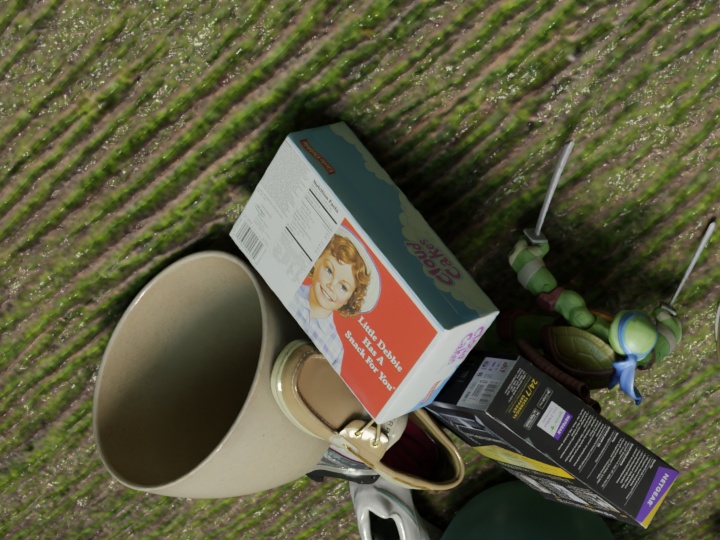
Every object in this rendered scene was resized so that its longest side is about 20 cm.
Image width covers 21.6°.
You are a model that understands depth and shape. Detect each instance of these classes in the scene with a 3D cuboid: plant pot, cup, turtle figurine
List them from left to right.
[{"bbox_3d":[-0.100,0.103,1.537,0.200,0.201,0.143,-31,140,29],"label":"cup"},{"bbox_3d":[0.148,0.284,1.660,0.199,0.162,0.201,1,131,2],"label":"plant pot"},{"bbox_3d":[0.177,0.024,1.492,0.143,0.201,0.194,2,164,-33],"label":"turtle figurine"}]

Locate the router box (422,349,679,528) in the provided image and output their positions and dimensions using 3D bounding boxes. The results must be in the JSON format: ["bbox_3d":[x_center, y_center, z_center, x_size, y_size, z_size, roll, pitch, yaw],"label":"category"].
[{"bbox_3d":[0.133,0.124,1.456,0.157,0.052,0.200,36,170,-14],"label":"router box"}]

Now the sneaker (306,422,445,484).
[{"bbox_3d":[0.016,0.133,1.612,0.199,0.074,0.088,-16,131,22],"label":"sneaker"}]

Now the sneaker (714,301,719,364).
[{"bbox_3d":[0.328,0.035,1.471,0.076,0.089,0.201,11,132,-2],"label":"sneaker"}]

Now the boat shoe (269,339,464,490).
[{"bbox_3d":[0.012,0.114,1.472,0.066,0.074,0.200,10,162,47],"label":"boat shoe"}]

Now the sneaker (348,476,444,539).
[{"bbox_3d":[0.033,0.248,1.704,0.070,0.081,0.201,-15,129,17],"label":"sneaker"}]

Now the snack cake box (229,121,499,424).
[{"bbox_3d":[0.000,0.000,1.422,0.200,0.067,0.115,52,131,20],"label":"snack cake box"}]
